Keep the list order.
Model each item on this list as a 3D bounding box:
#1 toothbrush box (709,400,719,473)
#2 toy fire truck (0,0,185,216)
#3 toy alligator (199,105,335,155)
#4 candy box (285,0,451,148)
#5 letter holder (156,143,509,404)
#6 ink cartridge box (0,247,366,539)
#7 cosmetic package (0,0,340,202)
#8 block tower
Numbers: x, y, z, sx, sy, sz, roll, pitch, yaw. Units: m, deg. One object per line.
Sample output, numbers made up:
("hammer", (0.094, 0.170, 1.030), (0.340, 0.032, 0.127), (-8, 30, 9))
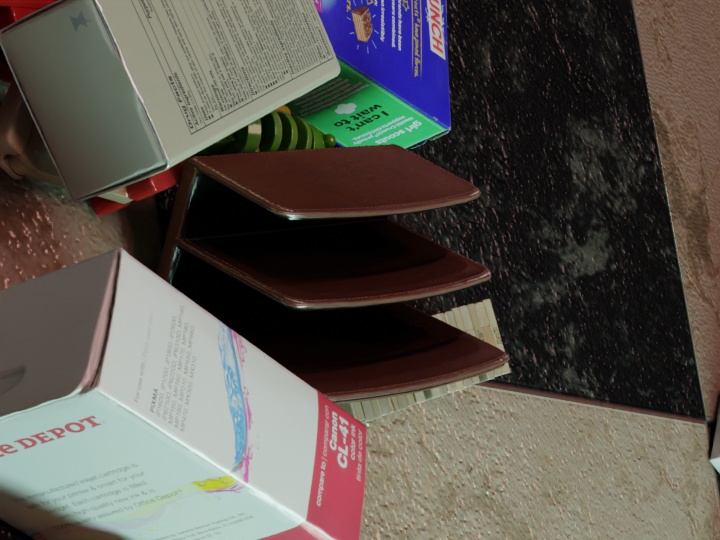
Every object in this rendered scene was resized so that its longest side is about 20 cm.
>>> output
("toothbrush box", (0.407, 0.173, 1.763), (0.200, 0.146, 0.086), (51, 39, -29))
("toy fire truck", (-0.183, -0.101, 1.142), (0.200, 0.049, 0.142), (-7, 80, -56))
("toy alligator", (-0.042, -0.075, 1.324), (0.199, 0.054, 0.060), (13, 64, -52))
("candy box", (-0.026, -0.189, 1.381), (0.200, 0.077, 0.170), (27, 52, -45))
("letter holder", (0.000, 0.000, 1.235), (0.199, 0.142, 0.101), (-8, 119, -52))
("ink cartridge box", (-0.112, 0.087, 1.067), (0.200, 0.147, 0.086), (41, 44, -38))
("cosmetic package", (-0.100, -0.120, 1.160), (0.200, 0.071, 0.106), (-33, 102, -57))
("block tower", (0.020, 0.063, 1.348), (0.200, 0.054, 0.058), (-10, 82, -55))
